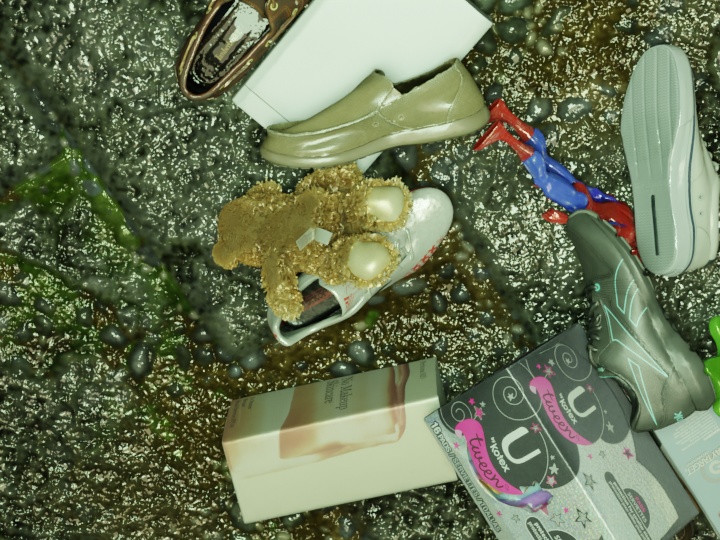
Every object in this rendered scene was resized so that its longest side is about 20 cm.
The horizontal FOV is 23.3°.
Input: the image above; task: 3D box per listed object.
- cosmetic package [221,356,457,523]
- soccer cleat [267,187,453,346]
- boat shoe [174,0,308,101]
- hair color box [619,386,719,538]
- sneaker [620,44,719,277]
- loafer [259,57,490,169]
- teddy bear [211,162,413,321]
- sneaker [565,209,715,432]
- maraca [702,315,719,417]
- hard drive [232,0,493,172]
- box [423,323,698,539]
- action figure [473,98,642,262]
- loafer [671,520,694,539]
[{"bbox_3d":[-0.017,0.153,1.589,0.199,0.103,0.088,-12,107,4],"label":"cosmetic package"},{"bbox_3d":[0.000,0.000,1.549,0.200,0.085,0.069,-34,103,11],"label":"soccer cleat"},{"bbox_3d":[-0.088,-0.227,1.492,0.070,0.070,0.200,33,104,-7],"label":"boat shoe"},{"bbox_3d":[0.287,0.138,1.572,0.061,0.099,0.200,-34,103,0],"label":"hair color box"},{"bbox_3d":[0.276,-0.096,1.527,0.071,0.073,0.201,-5,97,-39],"label":"sneaker"},{"bbox_3d":[0.009,-0.136,1.491,0.199,0.076,0.068,-13,105,-4],"label":"loafer"},{"bbox_3d":[-0.035,-0.029,1.505,0.200,0.067,0.146,-18,63,35],"label":"teddy bear"},{"bbox_3d":[0.219,0.042,1.470,0.079,0.075,0.200,-30,80,3],"label":"sneaker"},{"bbox_3d":[0.376,0.112,1.549,0.200,0.137,0.107,33,143,-23],"label":"maraca"},{"bbox_3d":[0.001,-0.183,1.524,0.132,0.027,0.200,39,104,-10],"label":"hard drive"},{"bbox_3d":[0.174,0.169,1.505,0.115,0.132,0.200,-37,83,39],"label":"box"},{"bbox_3d":[0.181,-0.068,1.531,0.200,0.066,0.052,36,116,-17],"label":"action figure"},{"bbox_3d":[0.223,0.208,1.612,0.199,0.071,0.073,26,106,-3],"label":"loafer"}]
